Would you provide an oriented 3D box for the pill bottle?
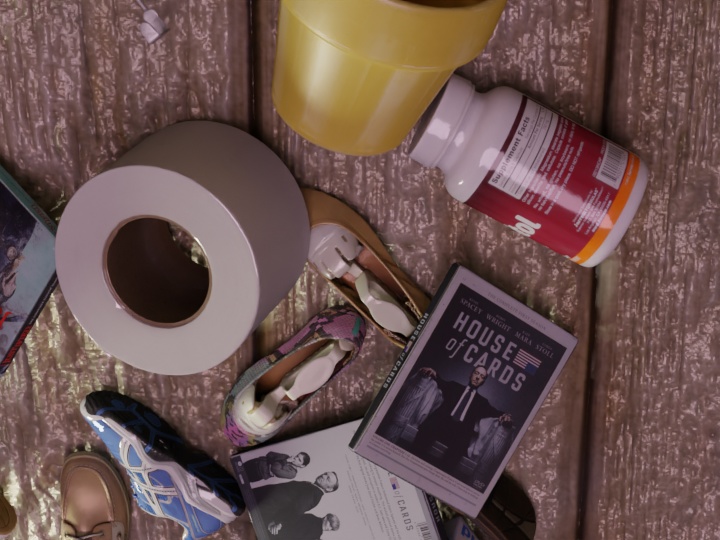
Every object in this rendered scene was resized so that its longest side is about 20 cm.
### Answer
[{"bbox_3d":[0.149,-0.094,1.561,0.199,0.113,0.113,28,114,-6],"label":"pill bottle"}]

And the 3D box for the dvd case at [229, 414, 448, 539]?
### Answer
[{"bbox_3d":[-0.022,0.230,1.724,0.199,0.025,0.151,-18,91,26],"label":"dvd case"}]

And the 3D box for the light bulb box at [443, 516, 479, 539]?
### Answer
[{"bbox_3d":[0.037,0.377,1.715,0.198,0.200,0.125,-25,113,26],"label":"light bulb box"}]

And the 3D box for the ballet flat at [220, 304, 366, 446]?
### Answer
[{"bbox_3d":[-0.072,0.113,1.697,0.069,0.071,0.200,42,111,-14],"label":"ballet flat"}]

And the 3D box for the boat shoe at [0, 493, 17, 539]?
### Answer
[{"bbox_3d":[-0.453,0.240,1.797,0.199,0.071,0.070,25,116,4],"label":"boat shoe"}]

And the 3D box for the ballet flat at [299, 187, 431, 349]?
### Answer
[{"bbox_3d":[0.000,0.000,1.645,0.200,0.063,0.069,42,111,-12],"label":"ballet flat"}]

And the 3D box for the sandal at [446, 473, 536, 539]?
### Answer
[{"bbox_3d":[0.106,0.207,1.731,0.054,0.082,0.200,-14,125,43],"label":"sandal"}]

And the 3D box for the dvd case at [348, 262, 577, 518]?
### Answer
[{"bbox_3d":[0.099,0.115,1.642,0.150,0.025,0.201,31,89,-22],"label":"dvd case"}]

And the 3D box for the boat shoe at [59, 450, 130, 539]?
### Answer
[{"bbox_3d":[-0.276,0.284,1.797,0.071,0.065,0.201,-2,114,7],"label":"boat shoe"}]

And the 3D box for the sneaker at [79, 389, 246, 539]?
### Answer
[{"bbox_3d":[-0.211,0.201,1.747,0.200,0.076,0.077,43,107,-12],"label":"sneaker"}]

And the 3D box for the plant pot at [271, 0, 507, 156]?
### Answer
[{"bbox_3d":[0.008,-0.210,1.490,0.200,0.201,0.189,21,130,-4],"label":"plant pot"}]

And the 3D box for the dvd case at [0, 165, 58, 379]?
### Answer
[{"bbox_3d":[-0.364,0.007,1.666,0.146,0.022,0.200,45,119,19],"label":"dvd case"}]

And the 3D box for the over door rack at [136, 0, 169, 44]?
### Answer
[{"bbox_3d":[-0.176,-0.319,1.510,0.148,0.067,0.200,-37,85,19],"label":"over door rack"}]

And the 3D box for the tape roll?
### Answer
[{"bbox_3d":[-0.161,-0.023,1.590,0.202,0.139,0.204,7,114,17],"label":"tape roll"}]
